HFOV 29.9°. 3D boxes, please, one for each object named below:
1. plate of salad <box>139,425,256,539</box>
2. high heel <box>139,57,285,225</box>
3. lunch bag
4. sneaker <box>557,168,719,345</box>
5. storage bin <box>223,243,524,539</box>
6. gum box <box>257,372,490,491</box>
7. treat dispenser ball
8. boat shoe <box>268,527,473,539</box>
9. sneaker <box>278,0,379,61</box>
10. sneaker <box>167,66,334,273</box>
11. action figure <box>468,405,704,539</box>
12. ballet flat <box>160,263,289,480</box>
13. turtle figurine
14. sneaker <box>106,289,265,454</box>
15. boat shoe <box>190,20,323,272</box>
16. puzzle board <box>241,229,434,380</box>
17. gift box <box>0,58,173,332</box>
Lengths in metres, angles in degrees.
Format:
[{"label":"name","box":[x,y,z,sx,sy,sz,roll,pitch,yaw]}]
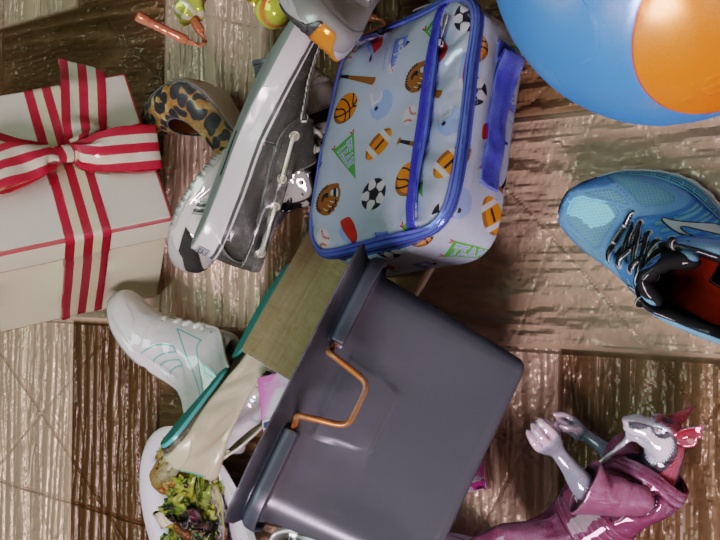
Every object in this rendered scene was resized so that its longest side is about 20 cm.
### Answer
[{"label":"plate of salad","box":[-0.154,0.239,1.207,0.200,0.048,0.201,22,120,45]},{"label":"high heel","box":[-0.133,-0.100,1.199,0.199,0.071,0.143,-10,80,42]},{"label":"lunch bag","box":[0.043,-0.099,0.972,0.160,0.075,0.201,-13,62,47]},{"label":"sneaker","box":[0.193,-0.011,0.825,0.200,0.090,0.079,33,113,44]},{"label":"storage bin","box":[0.016,0.103,0.886,0.134,0.146,0.201,25,79,5]},{"label":"gum box","box":[0.011,0.122,1.039,0.200,0.066,0.114,-18,75,46]},{"label":"treat dispenser ball","box":[0.174,-0.184,0.767,0.200,0.200,0.202,-1,88,48]},{"label":"boat shoe","box":[0.024,0.225,0.978,0.199,0.067,0.074,4,88,26]},{"label":"sneaker","box":[0.000,-0.235,0.998,0.092,0.076,0.200,-36,25,33]},{"label":"sneaker","box":[-0.076,-0.068,1.086,0.088,0.076,0.200,39,101,9]},{"label":"action figure","box":[0.145,0.162,0.847,0.200,0.134,0.149,-43,75,26]},{"label":"ballet flat","box":[-0.090,0.089,1.136,0.069,0.069,0.200,23,74,45]},{"label":"turtle figurine","box":[-0.085,-0.235,1.086,0.162,0.199,0.065,-109,20,-54]},{"label":"sneaker","box":[-0.151,0.074,1.222,0.200,0.070,0.080,42,103,25]},{"label":"boat shoe","box":[-0.064,-0.097,1.024,0.071,0.063,0.201,-128,60,-75]},{"label":"puzzle board","box":[0.000,0.000,1.031,0.151,0.017,0.201,24,83,51]},{"label":"gift box","box":[-0.288,-0.077,1.248,0.201,0.184,0.187,64,157,19]}]
